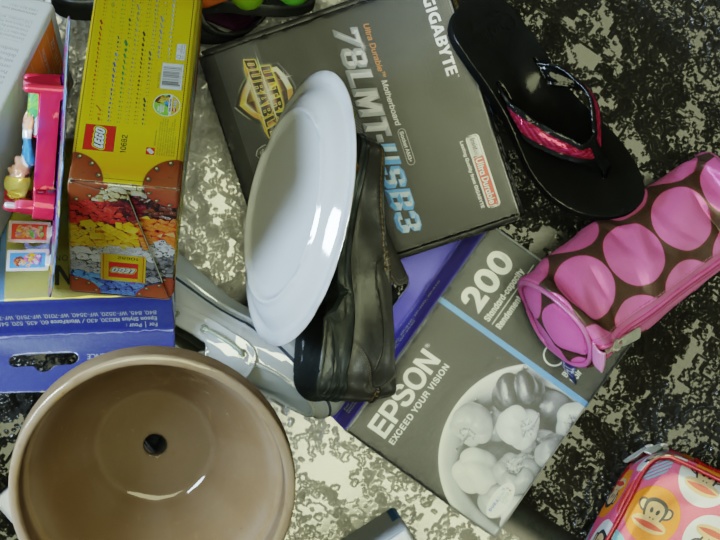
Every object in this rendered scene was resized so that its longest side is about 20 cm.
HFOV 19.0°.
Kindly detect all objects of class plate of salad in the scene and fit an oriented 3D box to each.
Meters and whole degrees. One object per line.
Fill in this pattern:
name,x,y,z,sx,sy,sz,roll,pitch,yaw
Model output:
plate of salad,-0.036,-0.043,1.540,0.048,0.200,0.200,10,89,-23

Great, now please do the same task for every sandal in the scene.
sandal,-0.135,-0.203,1.645,0.200,0.075,0.048,0,126,-3
sandal,0.138,-0.119,1.584,0.075,0.045,0.200,-39,94,-23

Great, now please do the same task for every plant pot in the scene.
plant pot,-0.146,0.139,1.532,0.201,0.093,0.201,-1,108,-2

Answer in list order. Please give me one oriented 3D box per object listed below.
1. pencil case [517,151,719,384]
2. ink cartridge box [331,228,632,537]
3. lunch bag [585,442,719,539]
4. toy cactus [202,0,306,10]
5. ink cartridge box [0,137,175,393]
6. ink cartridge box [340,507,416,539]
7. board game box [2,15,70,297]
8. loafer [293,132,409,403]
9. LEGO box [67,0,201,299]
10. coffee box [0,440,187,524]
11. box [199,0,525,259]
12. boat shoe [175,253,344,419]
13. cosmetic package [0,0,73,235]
pencil case,0.217,-0.006,1.621,0.200,0.094,0.091,-37,136,-20
ink cartridge box,0.079,0.068,1.662,0.200,0.043,0.198,35,88,-1
lunch bag,0.276,0.226,1.652,0.200,0.082,0.176,29,88,-2
toy cactus,-0.062,-0.268,1.606,0.200,0.102,0.165,-2,51,-9
ink cartridge box,-0.235,-0.007,1.596,0.198,0.047,0.200,-3,57,-2
ink cartridge box,0.048,0.288,1.607,0.084,0.145,0.200,-32,92,-4
board game box,-0.231,-0.083,1.523,0.039,0.158,0.200,3,58,-10
loafer,0.000,0.000,1.593,0.072,0.073,0.200,8,90,-23
LEGO box,-0.160,-0.104,1.542,0.077,0.149,0.200,6,59,-4
coffee box,-0.167,0.209,1.628,0.113,0.080,0.200,-41,92,-4
box,0.002,-0.103,1.635,0.198,0.050,0.200,-17,90,11
boat shoe,-0.107,0.061,1.632,0.200,0.074,0.067,35,60,9
cosmetic package,-0.284,-0.097,1.569,0.071,0.101,0.200,15,62,11
